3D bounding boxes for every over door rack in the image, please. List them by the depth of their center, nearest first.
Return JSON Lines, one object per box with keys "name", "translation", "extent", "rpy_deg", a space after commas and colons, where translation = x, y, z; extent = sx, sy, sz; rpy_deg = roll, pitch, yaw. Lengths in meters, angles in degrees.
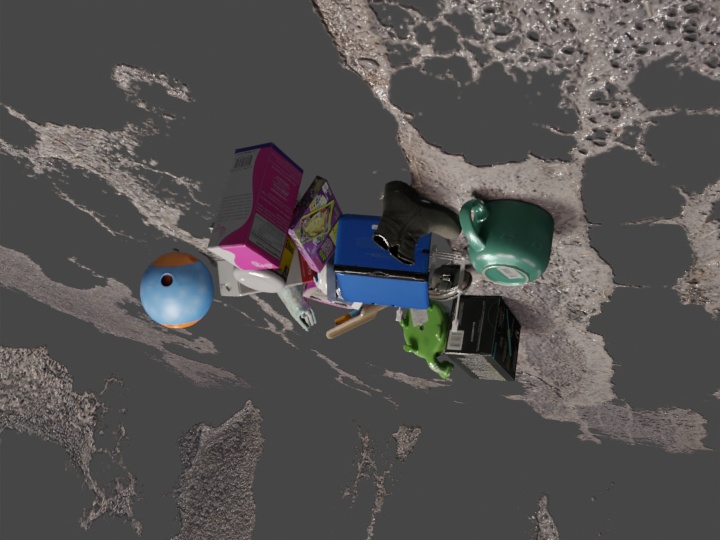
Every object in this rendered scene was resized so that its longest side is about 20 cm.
{"name": "over door rack", "translation": [0.152, 0.043, 1.527], "extent": [0.144, 0.067, 0.205], "rpy_deg": [10, 120, 13]}

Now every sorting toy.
{"name": "sorting toy", "translation": [0.020, 0.100, 1.779], "extent": [0.183, 0.037, 0.199], "rpy_deg": [-23, 171, -38]}

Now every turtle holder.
{"name": "turtle holder", "translation": [0.194, 0.162, 1.791], "extent": [0.130, 0.142, 0.186], "rpy_deg": [14, -152, -46]}

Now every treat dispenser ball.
{"name": "treat dispenser ball", "translation": [-0.498, 0.053, 1.909], "extent": [0.195, 0.206, 0.202], "rpy_deg": [12, 160, 4]}

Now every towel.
{"name": "towel", "translation": [-0.182, 0.064, 1.811], "extent": [0.172, 0.048, 0.201], "rpy_deg": [52, 170, 15]}

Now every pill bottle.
{"name": "pill bottle", "translation": [-0.177, -0.068, 1.393], "extent": [0.106, 0.205, 0.110], "rpy_deg": [11, 160, 4]}

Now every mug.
{"name": "mug", "translation": [0.260, -0.045, 1.295], "extent": [0.180, 0.117, 0.153], "rpy_deg": [12, 160, 3]}

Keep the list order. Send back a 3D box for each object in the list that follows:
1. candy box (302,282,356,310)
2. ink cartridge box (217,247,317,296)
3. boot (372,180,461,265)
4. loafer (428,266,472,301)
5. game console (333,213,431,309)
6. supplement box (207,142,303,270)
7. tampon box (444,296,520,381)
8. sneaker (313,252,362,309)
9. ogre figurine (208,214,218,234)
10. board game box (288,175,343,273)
{"name": "candy box", "translation": [-0.068, 0.055, 1.763], "extent": [0.133, 0.063, 0.200], "rpy_deg": [13, 177, 3]}
{"name": "ink cartridge box", "translation": [-0.214, 0.000, 1.607], "extent": [0.196, 0.086, 0.143], "rpy_deg": [-12, -176, -29]}
{"name": "boot", "translation": [0.103, -0.067, 1.316], "extent": [0.197, 0.134, 0.067], "rpy_deg": [27, 156, -32]}
{"name": "loafer", "translation": [0.168, 0.028, 1.610], "extent": [0.062, 0.073, 0.198], "rpy_deg": [32, 155, -29]}
{"name": "game console", "translation": [0.051, -0.017, 1.457], "extent": [0.194, 0.176, 0.118], "rpy_deg": [5, 176, 12]}
{"name": "supplement box", "translation": [-0.190, -0.114, 1.284], "extent": [0.099, 0.205, 0.103], "rpy_deg": [-2, 155, 36]}
{"name": "tampon box", "translation": [0.312, 0.173, 1.764], "extent": [0.123, 0.154, 0.200], "rpy_deg": [0, 156, 30]}
{"name": "sneaker", "translation": [-0.028, -0.020, 1.534], "extent": [0.144, 0.081, 0.203], "rpy_deg": [28, 121, 0]}
{"name": "ogre figurine", "translation": [-0.265, -0.083, 1.575], "extent": [0.116, 0.101, 0.200], "rpy_deg": [-1, -169, 3]}
{"name": "board game box", "translation": [-0.084, -0.087, 1.403], "extent": [0.032, 0.122, 0.201], "rpy_deg": [23, 163, 21]}
